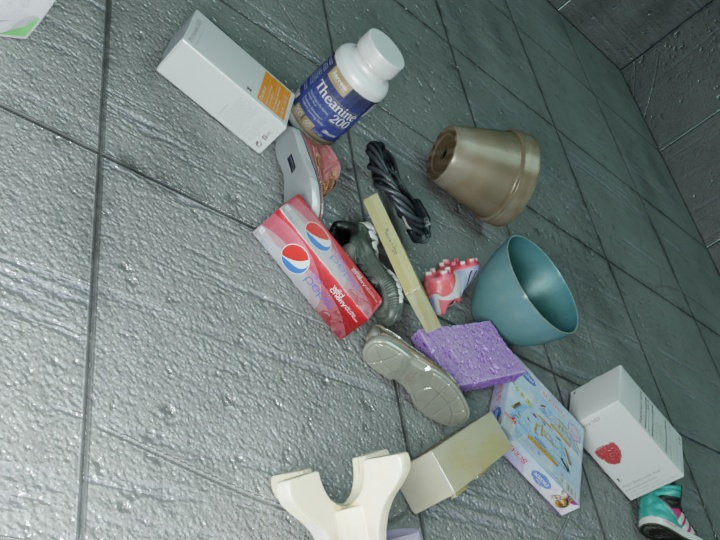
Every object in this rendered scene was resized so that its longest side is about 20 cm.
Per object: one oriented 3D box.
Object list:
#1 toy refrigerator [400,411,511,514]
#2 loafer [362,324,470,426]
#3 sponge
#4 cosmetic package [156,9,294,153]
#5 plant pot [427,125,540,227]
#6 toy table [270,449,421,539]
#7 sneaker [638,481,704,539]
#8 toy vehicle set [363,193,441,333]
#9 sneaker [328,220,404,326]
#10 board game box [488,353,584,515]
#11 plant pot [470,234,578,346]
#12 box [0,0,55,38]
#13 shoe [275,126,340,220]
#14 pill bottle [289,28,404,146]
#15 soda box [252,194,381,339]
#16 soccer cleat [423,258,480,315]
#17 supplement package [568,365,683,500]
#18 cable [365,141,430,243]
[{"bbox_3d":[0.135,0.269,1.218,0.199,0.076,0.070,-12,69,-58],"label":"toy refrigerator"},{"bbox_3d":[0.087,0.150,1.282,0.200,0.072,0.063,40,26,-17],"label":"loafer"},{"bbox_3d":[0.179,0.139,1.416,0.199,0.030,0.112,-3,52,-46],"label":"sponge"},{"bbox_3d":[-0.199,-0.284,1.312,0.199,0.071,0.102,38,34,-25],"label":"cosmetic package"},{"bbox_3d":[0.236,-0.209,1.747,0.172,0.200,0.201,18,43,-21],"label":"plant pot"},{"bbox_3d":[-0.016,0.267,0.934,0.200,0.182,0.118,5,70,-66],"label":"toy table"},{"bbox_3d":[0.598,0.470,1.656,0.199,0.083,0.122,35,45,-26],"label":"sneaker"},{"bbox_3d":[0.065,-0.012,1.370,0.201,0.026,0.125,67,5,36],"label":"toy vehicle set"},{"bbox_3d":[0.000,0.000,1.311,0.090,0.066,0.201,15,42,-40],"label":"sneaker"},{"bbox_3d":[0.300,0.274,1.472,0.200,0.041,0.200,47,31,-11],"label":"board game box"},{"bbox_3d":[0.278,0.057,1.567,0.199,0.134,0.201,35,35,-29],"label":"plant pot"},{"bbox_3d":[-0.477,-0.372,0.992,0.199,0.096,0.178,-15,73,-58],"label":"box"},{"bbox_3d":[-0.069,-0.135,1.341,0.090,0.071,0.201,18,41,-36],"label":"shoe"},{"bbox_3d":[-0.024,-0.305,1.445,0.111,0.200,0.112,34,35,-29],"label":"pill bottle"},{"bbox_3d":[-0.059,-0.005,1.236,0.200,0.063,0.070,51,31,-5],"label":"soda box"},{"bbox_3d":[0.162,0.024,1.526,0.200,0.066,0.077,-21,108,-64],"label":"soccer cleat"},{"bbox_3d":[0.499,0.306,1.636,0.200,0.121,0.120,47,32,-10],"label":"supplement package"},{"bbox_3d":[0.052,-0.143,1.477,0.163,0.051,0.201,38,24,-55],"label":"cable"}]
